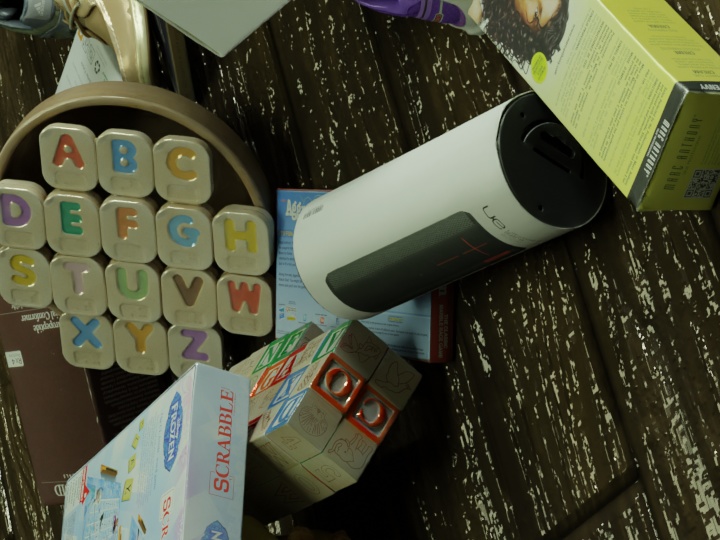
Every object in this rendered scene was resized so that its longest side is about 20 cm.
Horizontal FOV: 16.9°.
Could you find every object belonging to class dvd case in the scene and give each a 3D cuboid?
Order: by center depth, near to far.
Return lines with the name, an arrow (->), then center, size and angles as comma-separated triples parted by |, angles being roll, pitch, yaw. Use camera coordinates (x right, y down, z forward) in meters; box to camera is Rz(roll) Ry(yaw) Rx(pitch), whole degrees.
dvd case -> -0.150, -0.229, 1.720 | 0.200, 0.016, 0.149 | 84, 168, -58

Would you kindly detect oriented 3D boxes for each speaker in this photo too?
speaker -> 0.048, -0.035, 1.377 | 0.200, 0.081, 0.082 | -24, 69, 50

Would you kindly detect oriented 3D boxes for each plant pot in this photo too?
plant pot -> -0.148, -0.054, 1.683 | 0.093, 0.200, 0.201 | -66, 0, -55

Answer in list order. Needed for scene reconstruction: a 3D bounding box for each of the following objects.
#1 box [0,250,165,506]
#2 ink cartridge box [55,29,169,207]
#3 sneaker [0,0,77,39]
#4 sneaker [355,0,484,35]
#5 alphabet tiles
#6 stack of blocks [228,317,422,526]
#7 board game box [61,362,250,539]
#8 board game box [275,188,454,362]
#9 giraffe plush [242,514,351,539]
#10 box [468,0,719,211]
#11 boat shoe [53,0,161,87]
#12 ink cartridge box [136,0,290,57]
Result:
box -> -0.206, 0.069, 1.788 | 0.100, 0.075, 0.201 | -9, 97, 46
ink cartridge box -> -0.191, -0.064, 1.851 | 0.198, 0.047, 0.201 | 59, 139, 38
sneaker -> -0.267, -0.225, 1.941 | 0.200, 0.081, 0.074 | 19, 106, 59
sneaker -> 0.009, -0.198, 1.463 | 0.200, 0.083, 0.081 | 33, 118, 57
alphabet tiles -> -0.155, -0.008, 1.651 | 0.015, 0.199, 0.196 | -67, -19, -55
stack of blocks -> -0.043, 0.095, 1.520 | 0.200, 0.059, 0.115 | -32, 22, 56
board game box -> -0.132, 0.187, 1.478 | 0.199, 0.041, 0.201 | -41, 40, 50
board game box -> 0.000, 0.000, 1.542 | 0.200, 0.019, 0.104 | 5, 96, 60
giraffe plush -> -0.048, 0.232, 1.506 | 0.200, 0.172, 0.163 | 17, 98, 50
box -> 0.130, -0.116, 1.287 | 0.200, 0.050, 0.076 | 53, 134, 45
boat shoe -> -0.195, -0.201, 1.803 | 0.071, 0.064, 0.201 | 82, 169, -51
ink cartridge box -> -0.051, -0.248, 1.466 | 0.146, 0.084, 0.201 | -34, 29, 49
